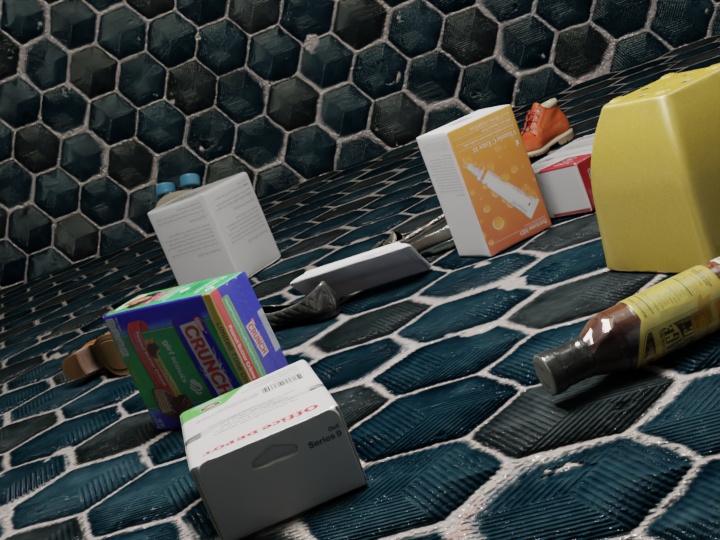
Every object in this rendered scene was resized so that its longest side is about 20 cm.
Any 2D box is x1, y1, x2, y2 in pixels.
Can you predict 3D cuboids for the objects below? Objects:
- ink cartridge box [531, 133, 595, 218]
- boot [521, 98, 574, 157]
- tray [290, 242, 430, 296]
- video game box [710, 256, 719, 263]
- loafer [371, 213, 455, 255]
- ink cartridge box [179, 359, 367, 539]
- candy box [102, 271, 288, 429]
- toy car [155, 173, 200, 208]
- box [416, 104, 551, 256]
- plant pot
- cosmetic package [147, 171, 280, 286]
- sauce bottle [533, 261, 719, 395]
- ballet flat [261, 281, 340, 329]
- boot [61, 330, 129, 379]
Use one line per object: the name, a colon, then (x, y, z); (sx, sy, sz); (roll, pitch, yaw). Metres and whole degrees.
ink cartridge box: (0.362, -0.158, 1.802); (0.200, 0.084, 0.144); (-31, 14, -37)
boot: (0.373, -0.302, 2.416); (0.200, 0.107, 0.075); (-31, 16, -35)
tray: (0.000, 0.000, 1.731); (0.200, 0.022, 0.107); (-18, -25, 17)
video game box: (0.449, -0.009, 1.031); (0.182, 0.047, 0.200); (-24, 11, -4)
loafer: (0.080, -0.049, 1.861); (0.200, 0.063, 0.072); (-19, 11, 11)
ink cartridge box: (-0.090, 0.169, 1.080); (0.146, 0.084, 0.200); (-23, 11, -7)
candy box: (-0.198, 0.102, 1.382); (0.200, 0.169, 0.077); (-13, 17, 36)
toy car: (-0.500, -0.169, 3.375); (0.177, 0.185, 0.200); (-17, -17, 25)
box: (0.189, -0.136, 1.713); (0.124, 0.200, 0.097); (-26, 12, -22)
plant pot: (0.387, -0.127, 1.305); (0.195, 0.200, 0.194); (-25, 11, -22)
cosmetic package: (-0.304, -0.074, 2.340); (0.165, 0.200, 0.165); (-14, 14, 33)
sauce bottle: (0.255, 0.057, 1.032); (0.200, 0.066, 0.066); (-25, 12, -10)
ballet flat: (-0.112, 0.055, 1.737); (0.200, 0.057, 0.066); (-13, 13, 37)
boot: (-0.395, 0.129, 1.916); (0.200, 0.077, 0.155); (-23, 5, 31)
